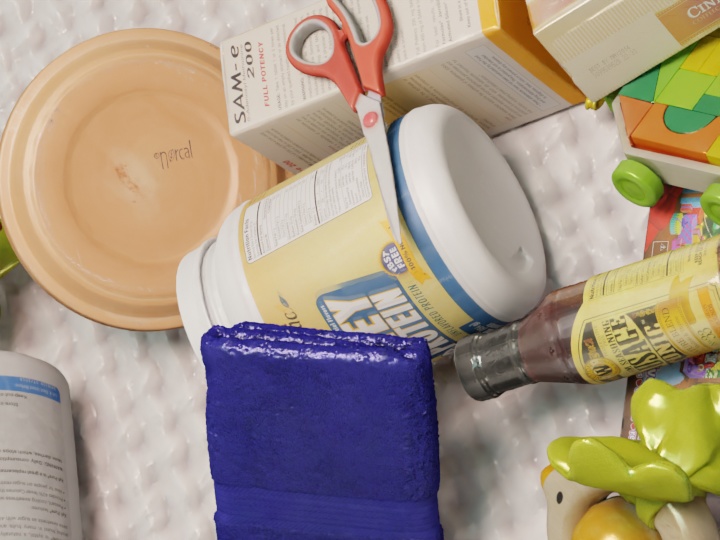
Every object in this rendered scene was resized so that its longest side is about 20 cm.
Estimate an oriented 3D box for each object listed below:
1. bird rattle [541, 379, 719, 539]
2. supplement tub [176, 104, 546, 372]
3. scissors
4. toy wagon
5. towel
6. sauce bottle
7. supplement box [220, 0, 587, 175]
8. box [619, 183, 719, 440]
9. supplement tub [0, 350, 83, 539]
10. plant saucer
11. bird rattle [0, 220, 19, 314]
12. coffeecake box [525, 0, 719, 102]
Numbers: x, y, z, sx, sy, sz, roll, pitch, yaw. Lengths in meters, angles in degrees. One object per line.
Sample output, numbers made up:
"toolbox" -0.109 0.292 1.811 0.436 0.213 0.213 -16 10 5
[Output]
"bird rattle" 0.174 0.166 1.618 0.163 0.112 0.201 -11 103 56
"supplement tub" 0.000 0.000 1.763 0.200 0.145 0.145 -28 61 22
"scissors" 0.009 -0.103 1.705 0.073 0.014 0.200 -39 48 12
"toy wagon" 0.211 -0.103 1.695 0.200 0.040 0.155 17 61 42
"towel" -0.019 0.123 1.717 0.147 0.050 0.201 4 119 15
"sauce bottle" 0.150 0.033 1.660 0.199 0.066 0.066 -21 63 29
"supplement box" 0.027 -0.128 1.801 0.199 0.126 0.074 -20 63 25
"box" 0.231 0.026 1.672 0.136 0.039 0.201 -1 73 32
"supplement tub" -0.250 0.166 1.871 0.132 0.132 0.201 -19 63 26
"plant saucer" -0.139 -0.061 1.862 0.199 0.032 0.201 1 87 -12
"bird rattle" -0.306 -0.004 1.922 0.162 0.200 0.113 1 75 14
"coffeecake box" 0.172 -0.224 1.739 0.153 0.073 0.200 -30 40 20
